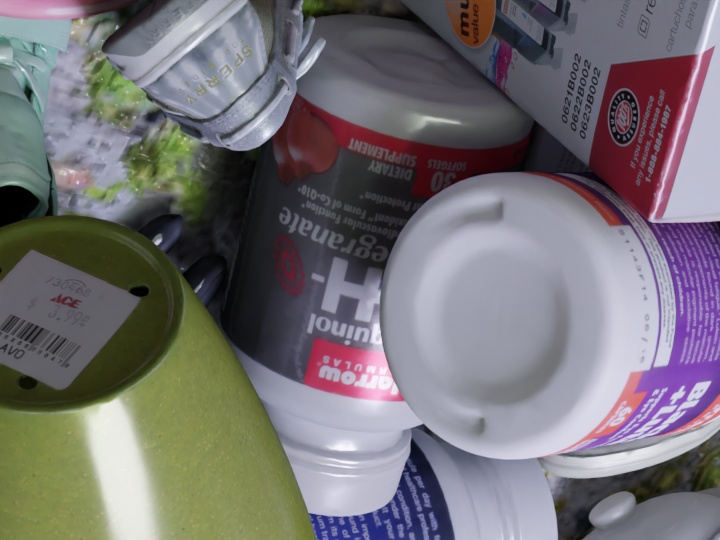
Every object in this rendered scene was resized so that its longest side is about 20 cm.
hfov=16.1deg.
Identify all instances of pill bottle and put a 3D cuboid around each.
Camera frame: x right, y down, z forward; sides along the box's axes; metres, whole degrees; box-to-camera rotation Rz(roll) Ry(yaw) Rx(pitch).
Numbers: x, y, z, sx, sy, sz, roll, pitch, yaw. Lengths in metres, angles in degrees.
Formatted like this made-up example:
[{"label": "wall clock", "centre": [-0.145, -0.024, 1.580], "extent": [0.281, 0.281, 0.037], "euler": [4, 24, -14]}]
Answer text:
[{"label": "pill bottle", "centre": [-0.015, 0.132, 1.191], "extent": [0.200, 0.116, 0.116], "euler": [-8, 126, -29]}, {"label": "pill bottle", "centre": [0.000, 0.000, 1.097], "extent": [0.111, 0.111, 0.200], "euler": [-1, 118, -33]}, {"label": "pill bottle", "centre": [0.106, 0.015, 1.047], "extent": [0.200, 0.111, 0.112], "euler": [-3, 126, -55]}]

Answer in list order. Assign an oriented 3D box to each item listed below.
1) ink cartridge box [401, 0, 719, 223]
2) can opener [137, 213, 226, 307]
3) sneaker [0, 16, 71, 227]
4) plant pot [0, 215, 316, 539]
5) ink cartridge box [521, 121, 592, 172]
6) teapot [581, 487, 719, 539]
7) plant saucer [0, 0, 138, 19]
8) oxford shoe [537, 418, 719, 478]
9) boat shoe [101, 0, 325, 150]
[{"label": "ink cartridge box", "centre": [0.134, -0.133, 1.035], "extent": [0.144, 0.200, 0.146], "euler": [-6, 123, -31]}, {"label": "can opener", "centre": [-0.137, 0.057, 1.107], "extent": [0.063, 0.079, 0.200], "euler": [36, 97, -5]}, {"label": "sneaker", "centre": [-0.128, -0.084, 0.957], "extent": [0.074, 0.118, 0.201], "euler": [5, 117, -34]}, {"label": "plant pot", "centre": [-0.103, 0.082, 0.947], "extent": [0.187, 0.187, 0.200], "euler": [-22, 142, -18]}, {"label": "ink cartridge box", "centre": [0.129, -0.039, 1.182], "extent": [0.200, 0.084, 0.145], "euler": [0, 122, -32]}, {"label": "teapot", "centre": [0.170, 0.178, 1.328], "extent": [0.200, 0.197, 0.146], "euler": [-37, 101, -43]}, {"label": "plant saucer", "centre": [-0.103, -0.188, 0.891], "extent": [0.200, 0.051, 0.201], "euler": [-6, 100, -34]}, {"label": "oxford shoe", "centre": [0.171, 0.046, 1.286], "extent": [0.200, 0.075, 0.058], "euler": [-25, 119, -17]}, {"label": "boat shoe", "centre": [-0.051, -0.081, 0.970], "extent": [0.074, 0.202, 0.065], "euler": [-39, 95, 2]}]
